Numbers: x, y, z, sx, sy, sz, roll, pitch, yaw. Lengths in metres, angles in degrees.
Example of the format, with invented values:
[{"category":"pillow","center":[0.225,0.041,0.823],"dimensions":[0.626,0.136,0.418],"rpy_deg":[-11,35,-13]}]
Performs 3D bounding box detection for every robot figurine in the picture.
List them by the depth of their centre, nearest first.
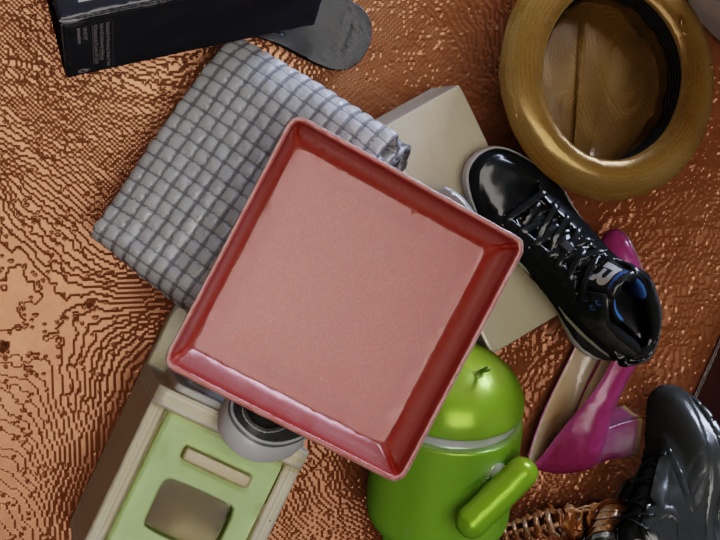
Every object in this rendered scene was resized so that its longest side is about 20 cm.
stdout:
[{"category":"robot figurine","center":[0.067,0.142,1.422],"dimensions":[0.115,0.175,0.201],"rpy_deg":[-13,123,-33]}]

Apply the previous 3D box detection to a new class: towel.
[{"category":"towel","center":[-0.080,-0.053,1.375],"dimensions":[0.165,0.086,0.200],"rpy_deg":[33,88,16]}]

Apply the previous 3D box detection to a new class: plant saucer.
[{"category":"plant saucer","center":[-0.012,0.021,1.308],"dimensions":[0.199,0.037,0.201],"rpy_deg":[28,91,-15]}]

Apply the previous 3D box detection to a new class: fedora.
[{"category":"fedora","center":[0.185,-0.149,1.443],"dimensions":[0.199,0.082,0.202],"rpy_deg":[3,80,-18]}]

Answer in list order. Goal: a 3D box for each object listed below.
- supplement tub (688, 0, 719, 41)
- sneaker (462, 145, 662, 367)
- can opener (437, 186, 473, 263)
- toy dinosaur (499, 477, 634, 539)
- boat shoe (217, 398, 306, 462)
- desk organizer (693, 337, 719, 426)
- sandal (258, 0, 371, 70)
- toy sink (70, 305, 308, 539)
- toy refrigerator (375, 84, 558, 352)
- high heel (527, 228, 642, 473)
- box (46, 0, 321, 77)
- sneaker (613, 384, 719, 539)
[{"category":"supplement tub","center":[0.369,-0.262,1.444],"dimensions":[0.145,0.145,0.200],"rpy_deg":[38,88,-13]},{"category":"sneaker","center":[0.165,-0.015,1.380],"dimensions":[0.073,0.112,0.200],"rpy_deg":[-41,103,-12]},{"category":"can opener","center":[0.000,0.000,1.395],"dimensions":[0.199,0.067,0.054],"rpy_deg":[-26,102,19]},{"category":"toy dinosaur","center":[0.205,0.237,1.505],"dimensions":[0.199,0.102,0.137],"rpy_deg":[7,79,5]},{"category":"boat shoe","center":[-0.039,0.080,1.379],"dimensions":[0.069,0.200,0.057],"rpy_deg":[40,123,10]},{"category":"desk organizer","center":[0.347,0.064,1.508],"dimensions":[0.071,0.077,0.201],"rpy_deg":[24,91,-13]},{"category":"sandal","center":[-0.084,-0.210,1.405],"dimensions":[0.199,0.043,0.077],"rpy_deg":[13,93,-13]},{"category":"toy sink","center":[-0.122,0.145,1.400],"dimensions":[0.130,0.112,0.201],"rpy_deg":[26,90,-14]},{"category":"toy refrigerator","center":[0.079,-0.041,1.447],"dimensions":[0.076,0.070,0.201],"rpy_deg":[-30,102,-14]},{"category":"high heel","center":[0.181,0.068,1.480],"dimensions":[0.095,0.067,0.201],"rpy_deg":[-7,111,-21]},{"category":"box","center":[-0.143,-0.268,1.322],"dimensions":[0.197,0.123,0.201],"rpy_deg":[-13,79,-9]},{"category":"sneaker","center":[0.246,0.188,1.448],"dimensions":[0.090,0.076,0.201],"rpy_deg":[3,69,-21]}]
